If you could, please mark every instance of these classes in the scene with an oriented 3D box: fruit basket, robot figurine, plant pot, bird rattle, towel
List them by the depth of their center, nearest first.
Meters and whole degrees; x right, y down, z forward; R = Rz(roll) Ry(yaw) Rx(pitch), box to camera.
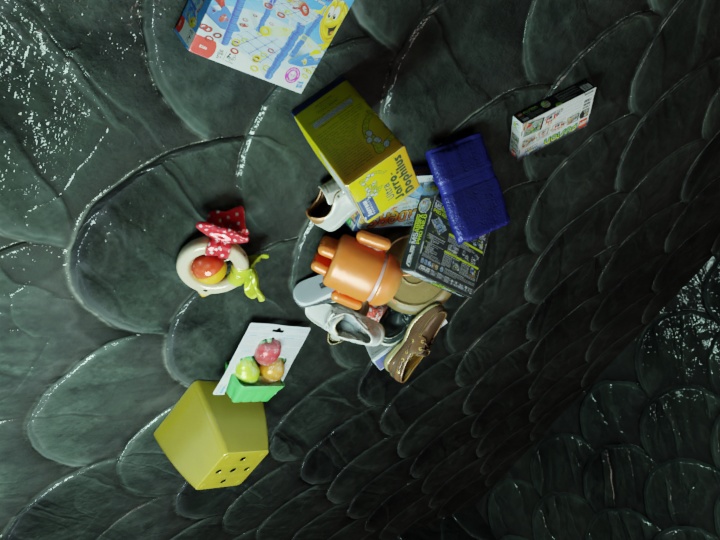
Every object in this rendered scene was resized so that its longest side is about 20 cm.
[{"bbox_3d":[-0.252,-0.014,1.139,0.161,0.114,0.200,-21,144,8],"label":"bird rattle"},{"bbox_3d":[0.216,-0.167,1.290,0.147,0.202,0.049,-22,-176,-26],"label":"towel"},{"bbox_3d":[-0.001,0.001,1.304,0.117,0.198,0.145,135,-23,-74],"label":"robot figurine"},{"bbox_3d":[0.119,-0.001,1.402,0.200,0.201,0.027,-39,-179,6],"label":"plant pot"},{"bbox_3d":[-0.226,0.203,1.454,0.184,0.094,0.202,10,110,-48],"label":"fruit basket"},{"bbox_3d":[-0.330,0.395,1.493,0.199,0.177,0.200,15,122,-50],"label":"plant pot"}]

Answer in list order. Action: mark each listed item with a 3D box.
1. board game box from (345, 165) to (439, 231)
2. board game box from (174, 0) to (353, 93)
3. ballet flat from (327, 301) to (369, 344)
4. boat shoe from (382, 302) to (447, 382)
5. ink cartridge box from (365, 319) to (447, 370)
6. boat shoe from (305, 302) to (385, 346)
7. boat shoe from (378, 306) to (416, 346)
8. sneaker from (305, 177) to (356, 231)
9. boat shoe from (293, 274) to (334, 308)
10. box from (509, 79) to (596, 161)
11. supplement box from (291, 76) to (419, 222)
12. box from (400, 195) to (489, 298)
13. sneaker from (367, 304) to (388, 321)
[{"bbox_3d":[0.075,-0.150,1.314,0.198,0.035,0.136,-9,138,-34],"label":"board game box"},{"bbox_3d":[-0.118,-0.364,0.861,0.199,0.056,0.196,6,128,-45],"label":"board game box"},{"bbox_3d":[-0.035,0.120,1.474,0.073,0.067,0.200,-61,-174,-36],"label":"ballet flat"},{"bbox_3d":[0.132,0.164,1.409,0.072,0.068,0.201,21,110,-44],"label":"boat shoe"},{"bbox_3d":[0.097,0.135,1.549,0.196,0.200,0.043,-36,108,2],"label":"ink cartridge box"},{"bbox_3d":[-0.044,0.111,1.389,0.069,0.198,0.072,-7,113,-64],"label":"boat shoe"},{"bbox_3d":[0.100,0.089,1.462,0.199,0.074,0.066,-43,157,-37],"label":"boat shoe"},{"bbox_3d":[-0.022,-0.154,1.187,0.200,0.073,0.084,-46,148,17],"label":"sneaker"},{"bbox_3d":[-0.049,0.036,1.392,0.198,0.074,0.068,-24,162,-8],"label":"boat shoe"},{"bbox_3d":[0.422,-0.331,1.400,0.199,0.035,0.111,-27,146,-13],"label":"box"},{"bbox_3d":[-0.009,-0.198,1.032,0.109,0.201,0.109,-34,147,0],"label":"supplement box"},{"bbox_3d":[0.181,-0.046,1.327,0.199,0.044,0.162,22,80,-41],"label":"box"},{"bbox_3d":[0.030,0.077,1.490,0.202,0.067,0.108,-55,160,8],"label":"sneaker"}]
